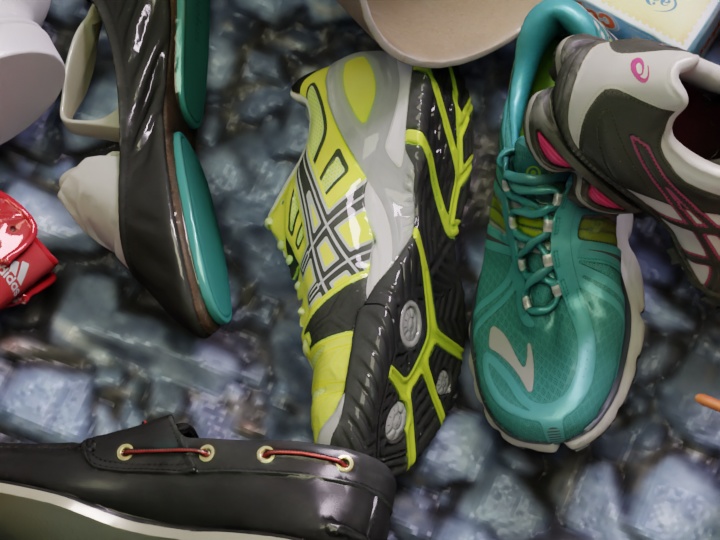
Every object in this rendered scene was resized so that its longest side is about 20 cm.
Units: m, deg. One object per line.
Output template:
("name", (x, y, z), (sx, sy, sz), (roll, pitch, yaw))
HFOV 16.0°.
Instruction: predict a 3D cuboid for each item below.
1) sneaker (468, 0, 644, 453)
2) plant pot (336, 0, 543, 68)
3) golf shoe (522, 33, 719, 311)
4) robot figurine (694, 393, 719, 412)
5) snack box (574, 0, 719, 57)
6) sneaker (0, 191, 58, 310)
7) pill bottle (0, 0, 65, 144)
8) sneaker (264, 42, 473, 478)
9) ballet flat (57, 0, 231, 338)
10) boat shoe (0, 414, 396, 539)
("sneaker", (0.078, -0.021, 1.084), (0.077, 0.080, 0.200), (-3, 68, 18))
("plant pot", (0.001, -0.218, 1.088), (0.187, 0.187, 0.200), (-45, 61, -12))
("golf shoe", (0.160, -0.031, 1.040), (0.200, 0.088, 0.077), (26, 73, -30))
("robot figurine", (0.236, 0.077, 1.021), (0.200, 0.117, 0.144), (-2, 93, 3))
("snack box", (0.092, -0.182, 1.168), (0.200, 0.037, 0.116), (30, 76, 14))
("sneaker", (-0.177, 0.025, 1.071), (0.115, 0.078, 0.200), (-20, 51, -7))
("pill bottle", (-0.212, -0.149, 1.139), (0.112, 0.112, 0.200), (-30, 70, -7))
("sneaker", (0.000, 0.000, 1.100), (0.076, 0.075, 0.200), (-3, 66, 26))
("ballet flat", (-0.096, -0.054, 1.126), (0.068, 0.068, 0.200), (-11, 59, 10))
("boat shoe", (-0.081, 0.096, 1.054), (0.201, 0.074, 0.063), (5, 59, 23))
